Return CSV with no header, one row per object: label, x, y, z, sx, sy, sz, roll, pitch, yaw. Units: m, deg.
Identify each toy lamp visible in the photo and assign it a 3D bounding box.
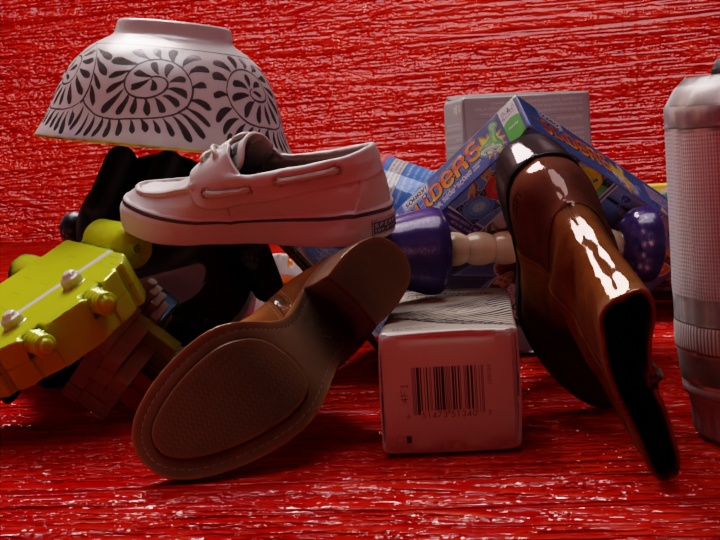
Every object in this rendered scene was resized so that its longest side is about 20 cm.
toy lamp,0.098,-0.013,0.940,0.197,0.059,0.058,0,4,-16

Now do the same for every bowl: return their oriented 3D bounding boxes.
bowl,-0.145,-0.140,1.105,0.198,0.095,0.201,5,6,-1

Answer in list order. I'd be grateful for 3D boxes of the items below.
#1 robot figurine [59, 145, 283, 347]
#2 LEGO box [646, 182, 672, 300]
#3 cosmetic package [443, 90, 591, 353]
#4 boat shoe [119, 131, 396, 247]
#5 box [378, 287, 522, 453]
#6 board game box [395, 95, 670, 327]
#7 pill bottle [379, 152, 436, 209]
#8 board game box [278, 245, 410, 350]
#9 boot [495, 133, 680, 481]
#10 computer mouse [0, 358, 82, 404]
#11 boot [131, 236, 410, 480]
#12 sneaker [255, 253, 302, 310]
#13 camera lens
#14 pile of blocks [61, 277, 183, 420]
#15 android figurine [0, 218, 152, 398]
robot figurine,-0.153,-0.013,1.163,0.124,0.201,0.150,-36,55,-12
LEGO box,0.255,-0.023,1.323,0.198,0.078,0.149,-1,-13,24
cosmetic package,0.126,-0.038,1.141,0.105,0.203,0.090,-2,7,-7
boat shoe,-0.071,-0.054,0.913,0.198,0.067,0.072,4,21,34
box,0.056,0.056,0.879,0.081,0.069,0.200,-3,6,3
board game box,0.129,-0.024,1.006,0.199,0.035,0.135,28,-59,-37
pill bottle,0.080,-0.021,1.243,0.198,0.113,0.112,18,8,7
board game box,0.000,0.000,1.085,0.062,0.200,0.200,-44,24,-4
boot,0.138,0.041,0.774,0.068,0.190,0.201,-16,30,-3
computer mouse,-0.234,0.073,1.061,0.140,0.046,0.200,-36,4,-24
boot,-0.066,0.061,0.859,0.200,0.077,0.155,-46,3,-27
sneaker,-0.147,0.029,1.376,0.197,0.079,0.077,-2,-9,-16
camera lens,0.247,-0.016,0.780,0.158,0.203,0.160,-4,5,0
pile of blocks,-0.143,0.054,1.017,0.062,0.082,0.200,36,8,-2
android figurine,-0.216,0.027,0.954,0.181,0.041,0.199,-35,20,-20
